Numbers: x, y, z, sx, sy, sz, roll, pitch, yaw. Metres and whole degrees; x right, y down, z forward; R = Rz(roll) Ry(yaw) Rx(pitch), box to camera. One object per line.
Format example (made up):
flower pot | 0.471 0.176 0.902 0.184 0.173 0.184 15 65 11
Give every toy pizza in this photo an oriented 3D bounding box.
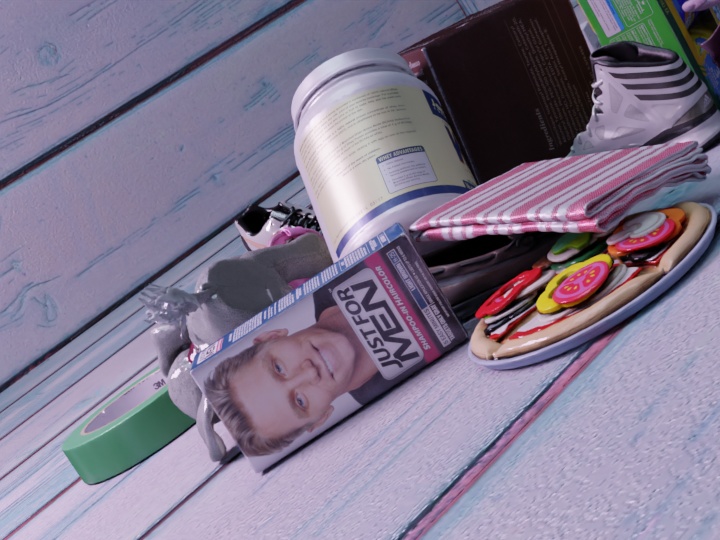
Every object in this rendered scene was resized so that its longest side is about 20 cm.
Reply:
toy pizza | 0.156 0.001 0.868 0.199 0.032 0.200 -33 9 6

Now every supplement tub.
supplement tub | 0.023 -0.084 1.107 0.143 0.202 0.146 -16 -30 -10

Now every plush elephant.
plush elephant | -0.110 0.076 1.099 0.197 0.166 0.156 -3 -46 -27

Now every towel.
towel | 0.147 -0.054 0.936 0.145 0.030 0.199 -27 15 -35

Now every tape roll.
tape roll | -0.233 0.155 1.360 0.199 0.048 0.201 -33 9 6

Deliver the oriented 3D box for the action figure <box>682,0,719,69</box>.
action figure | 0.370 -0.237 1.051 0.201 0.149 0.134 -49 7 -13

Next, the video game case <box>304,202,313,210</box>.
video game case | -0.025 -0.082 1.461 0.199 0.023 0.182 -32 9 30

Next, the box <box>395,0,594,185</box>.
box | 0.122 -0.172 1.266 0.199 0.166 0.165 -31 12 -30

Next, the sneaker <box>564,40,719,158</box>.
sneaker | 0.224 -0.141 1.106 0.199 0.116 0.076 -23 13 49

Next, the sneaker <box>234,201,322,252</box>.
sneaker | -0.058 -0.032 1.316 0.198 0.081 0.074 0 42 39

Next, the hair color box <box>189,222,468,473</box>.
hair color box | -0.025 0.060 0.970 0.199 0.101 0.061 -33 10 3

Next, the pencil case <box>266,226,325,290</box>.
pencil case | -0.091 0.031 1.258 0.200 0.086 0.083 -44 13 53

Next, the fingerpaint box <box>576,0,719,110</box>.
fingerpaint box | 0.286 -0.249 1.185 0.073 0.202 0.167 -24 12 36

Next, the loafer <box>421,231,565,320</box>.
loafer | 0.118 -0.020 1.008 0.199 0.063 0.072 -32 10 12

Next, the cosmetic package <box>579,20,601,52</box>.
cosmetic package | 0.220 -0.213 1.539 0.198 0.102 0.071 -28 9 24
